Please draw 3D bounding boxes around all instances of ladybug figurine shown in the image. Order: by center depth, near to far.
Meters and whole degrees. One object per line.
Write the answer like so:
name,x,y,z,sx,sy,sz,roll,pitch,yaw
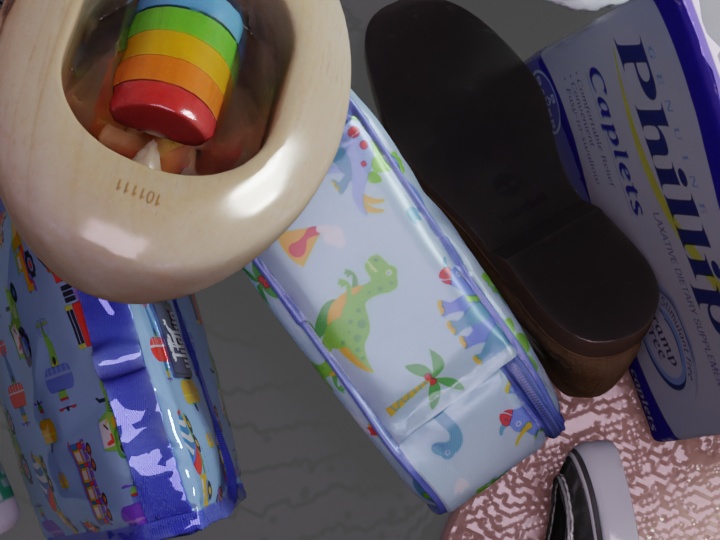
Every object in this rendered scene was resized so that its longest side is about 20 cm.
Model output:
ladybug figurine,-0.074,-0.064,1.133,0.135,0.072,0.200,21,50,-3

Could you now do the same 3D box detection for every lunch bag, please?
lunch bag,-0.105,0.036,1.228,0.094,0.200,0.151,-16,89,-6
lunch bag,0.000,0.000,1.262,0.082,0.161,0.200,-36,93,-3

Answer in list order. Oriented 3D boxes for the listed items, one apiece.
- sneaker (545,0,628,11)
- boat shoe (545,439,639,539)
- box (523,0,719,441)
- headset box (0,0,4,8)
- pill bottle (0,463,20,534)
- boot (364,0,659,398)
sneaker,0.116,-0.186,1.273,0.078,0.100,0.200,31,46,13
boat shoe,0.086,0.174,1.305,0.063,0.071,0.201,1,88,-7
box,0.168,-0.035,1.254,0.105,0.200,0.185,-19,88,-16
headset box,-0.145,-0.128,1.226,0.200,0.149,0.077,-43,76,2
pill bottle,-0.231,0.037,1.260,0.113,0.113,0.201,-23,90,-6
boot,0.057,-0.030,1.311,0.073,0.076,0.200,-23,64,-16
